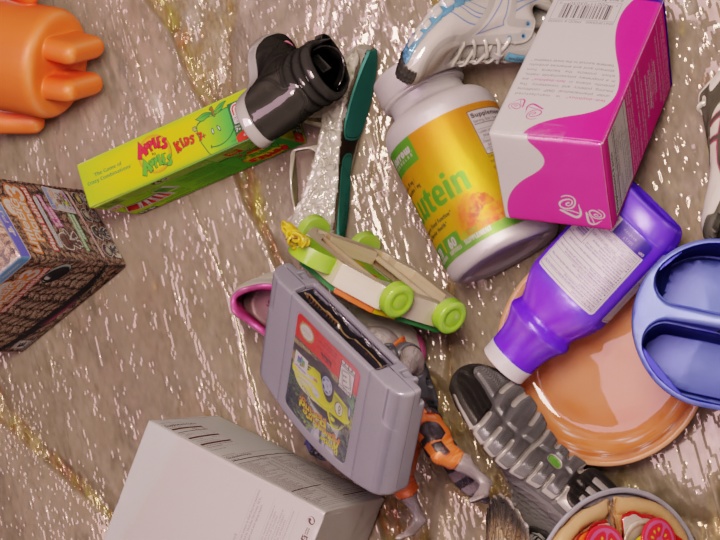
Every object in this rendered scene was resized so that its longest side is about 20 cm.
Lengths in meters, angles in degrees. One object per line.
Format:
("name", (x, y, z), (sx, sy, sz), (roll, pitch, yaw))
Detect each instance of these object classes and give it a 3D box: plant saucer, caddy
("plant saucer", (0.222, 0.075, 1.662), (0.199, 0.037, 0.202), (-1, 88, 24))
("caddy", (0.327, 0.052, 1.553), (0.199, 0.105, 0.142), (12, 85, 4))

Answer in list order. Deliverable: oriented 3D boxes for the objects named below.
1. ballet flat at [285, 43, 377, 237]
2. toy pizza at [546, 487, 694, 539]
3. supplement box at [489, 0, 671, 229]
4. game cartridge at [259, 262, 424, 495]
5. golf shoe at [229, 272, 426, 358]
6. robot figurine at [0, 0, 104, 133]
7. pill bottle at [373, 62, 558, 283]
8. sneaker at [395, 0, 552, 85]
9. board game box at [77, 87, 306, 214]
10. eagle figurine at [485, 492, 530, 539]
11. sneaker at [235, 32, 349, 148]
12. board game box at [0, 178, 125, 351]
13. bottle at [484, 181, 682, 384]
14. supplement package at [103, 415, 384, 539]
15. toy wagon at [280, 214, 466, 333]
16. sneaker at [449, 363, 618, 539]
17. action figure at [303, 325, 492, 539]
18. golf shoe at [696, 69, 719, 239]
("ballet flat", (-0.034, -0.122, 1.756), (0.071, 0.072, 0.201), (11, 91, 23))
("toy pizza", (0.227, 0.288, 1.576), (0.032, 0.199, 0.202), (-2, 87, 58))
("supplement box", (0.194, -0.142, 1.590), (0.101, 0.200, 0.104), (8, 136, 23))
("game cartridge", (-0.021, 0.100, 1.611), (0.200, 0.041, 0.134), (42, 140, 38))
("golf shoe", (-0.036, 0.058, 1.745), (0.199, 0.091, 0.076), (17, 94, 21))
("robot figurine", (-0.361, -0.219, 1.879), (0.199, 0.144, 0.117), (13, 59, 23))
("pill bottle", (0.090, -0.099, 1.684), (0.111, 0.111, 0.201), (-31, 77, 19))
("sneaker", (0.112, -0.213, 1.651), (0.087, 0.200, 0.075), (44, 144, 7))
("board game box", (-0.165, -0.114, 1.799), (0.199, 0.101, 0.048), (-22, 80, 21))
("eagle figurine", (0.143, 0.313, 1.612), (0.200, 0.152, 0.151), (43, 88, -19))
("sneaker", (-0.053, -0.187, 1.719), (0.099, 0.200, 0.071), (-28, 112, 18))
("board game box", (-0.359, -0.003, 1.825), (0.159, 0.200, 0.097), (-38, 74, 18))
("bottle", (0.191, 0.014, 1.622), (0.200, 0.065, 0.084), (-49, 67, 14))
("supplement package", (-0.119, 0.265, 1.740), (0.199, 0.147, 0.192), (25, 98, 22))
("toy wagon", (0.000, 0.000, 1.668), (0.155, 0.199, 0.040), (39, 106, 46))
("sneaker", (0.137, 0.184, 1.654), (0.200, 0.075, 0.116), (46, 139, 10))
("action figure", (0.032, 0.142, 1.677), (0.200, 0.104, 0.194), (-41, 68, 56))
("golf shoe", (0.335, -0.118, 1.612), (0.088, 0.077, 0.201), (24, 95, 42))
